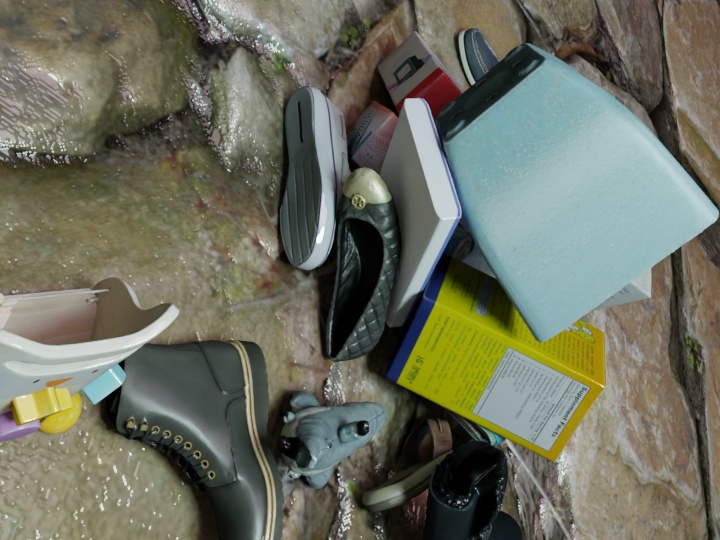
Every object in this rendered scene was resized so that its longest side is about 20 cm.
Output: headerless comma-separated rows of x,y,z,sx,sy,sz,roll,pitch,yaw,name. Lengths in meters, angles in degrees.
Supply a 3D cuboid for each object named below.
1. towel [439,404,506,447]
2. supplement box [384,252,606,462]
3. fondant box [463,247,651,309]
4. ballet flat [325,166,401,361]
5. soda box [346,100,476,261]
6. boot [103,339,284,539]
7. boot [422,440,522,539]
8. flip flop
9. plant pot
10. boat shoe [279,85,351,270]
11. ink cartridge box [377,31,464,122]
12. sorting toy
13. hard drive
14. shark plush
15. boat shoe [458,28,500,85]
0.144,0.116,0.927,0.146,0.022,0.199,40,34,23,towel
0.142,0.087,0.842,0.198,0.110,0.110,27,30,3,supplement box
0.230,0.002,0.985,0.143,0.198,0.059,29,57,-36,fondant box
0.000,0.000,0.783,0.057,0.066,0.203,-30,131,-50,ballet flat
0.063,-0.096,0.919,0.068,0.064,0.200,-45,120,3,soda box
-0.140,0.152,0.642,0.137,0.077,0.203,11,56,-40,boot
0.123,0.249,0.818,0.199,0.076,0.171,-17,126,-49,boot
0.070,0.190,0.853,0.198,0.081,0.058,-21,77,-43,flip flop
0.177,-0.098,0.773,0.200,0.195,0.197,48,15,-18,plant pot
-0.035,-0.094,0.825,0.066,0.073,0.204,17,64,-39,boat shoe
0.091,-0.184,0.928,0.116,0.067,0.201,43,17,-29,ink cartridge box
-0.209,0.051,0.512,0.198,0.178,0.109,-6,81,-47,sorting toy
0.044,-0.050,0.797,0.025,0.201,0.134,-5,61,-16,hard drive
-0.029,0.135,0.700,0.200,0.082,0.092,55,23,-71,shark plush
0.204,-0.256,1.146,0.075,0.061,0.202,-35,102,-45,boat shoe
